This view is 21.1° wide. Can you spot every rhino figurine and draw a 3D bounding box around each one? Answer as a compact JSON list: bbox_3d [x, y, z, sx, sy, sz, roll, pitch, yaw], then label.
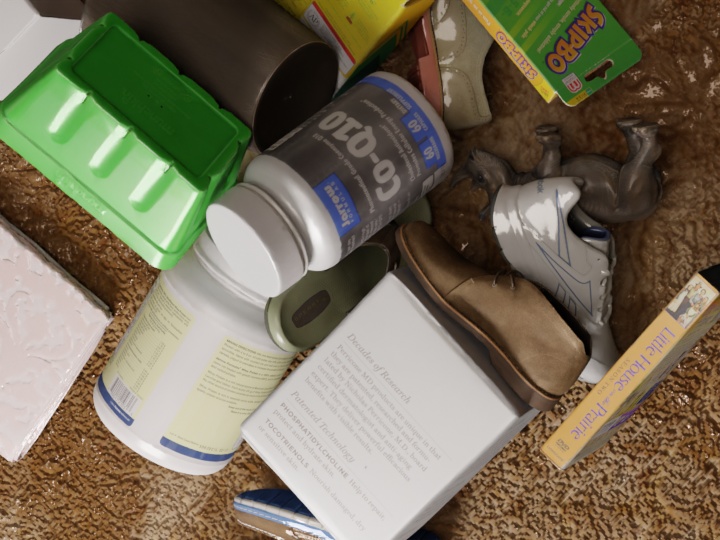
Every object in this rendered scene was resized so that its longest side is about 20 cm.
[{"bbox_3d":[0.169,-0.080,1.671,0.199,0.060,0.088,-4,105,24],"label":"rhino figurine"}]

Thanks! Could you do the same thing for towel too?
[{"bbox_3d":[-0.360,0.056,1.894,0.200,0.032,0.191,40,106,11],"label":"towel"}]

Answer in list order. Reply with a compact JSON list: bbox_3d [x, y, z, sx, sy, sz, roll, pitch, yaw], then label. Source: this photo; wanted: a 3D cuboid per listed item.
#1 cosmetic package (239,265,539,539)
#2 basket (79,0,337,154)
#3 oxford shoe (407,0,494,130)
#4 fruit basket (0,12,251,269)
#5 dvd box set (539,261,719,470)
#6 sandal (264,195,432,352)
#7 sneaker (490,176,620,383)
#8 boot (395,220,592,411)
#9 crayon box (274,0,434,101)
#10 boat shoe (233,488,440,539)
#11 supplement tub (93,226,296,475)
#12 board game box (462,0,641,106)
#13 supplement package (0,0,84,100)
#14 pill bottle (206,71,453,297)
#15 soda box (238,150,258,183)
[{"bbox_3d":[0.039,0.119,1.682,0.166,0.167,0.200,47,108,10],"label":"cosmetic package"},{"bbox_3d":[-0.130,-0.194,1.705,0.200,0.136,0.181,31,121,27],"label":"basket"},{"bbox_3d":[0.079,-0.221,1.698,0.074,0.071,0.201,-2,90,-11],"label":"oxford shoe"},{"bbox_3d":[-0.211,-0.100,1.664,0.215,0.156,0.216,18,135,19],"label":"fruit basket"},{"bbox_3d":[0.241,0.077,1.615,0.029,0.146,0.200,44,108,13],"label":"dvd box set"},{"bbox_3d":[0.000,0.001,1.691,0.080,0.201,0.057,53,151,-17],"label":"sandal"},{"bbox_3d":[0.182,0.010,1.642,0.087,0.075,0.200,-16,114,25],"label":"sneaker"},{"bbox_3d":[0.113,0.020,1.612,0.200,0.074,0.076,46,116,14],"label":"boot"},{"bbox_3d":[-0.008,-0.249,1.670,0.127,0.051,0.200,56,146,7],"label":"crayon box"},{"bbox_3d":[-0.029,0.256,1.772,0.199,0.072,0.073,15,102,18],"label":"boat shoe"},{"bbox_3d":[-0.138,0.069,1.753,0.145,0.145,0.200,36,106,13],"label":"supplement tub"},{"bbox_3d":[0.145,-0.232,1.653,0.095,0.030,0.200,-35,78,-25],"label":"board game box"},{"bbox_3d":[-0.371,-0.272,1.817,0.121,0.120,0.200,-41,81,17],"label":"supplement package"},{"bbox_3d":[-0.027,-0.072,1.640,0.200,0.114,0.114,-39,79,-24],"label":"pill bottle"},{"bbox_3d":[-0.154,-0.096,1.786,0.199,0.064,0.068,2,96,19],"label":"soda box"}]
